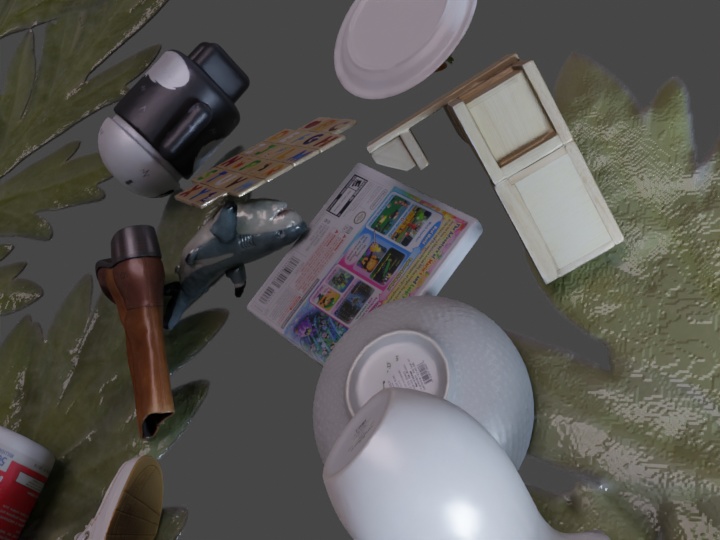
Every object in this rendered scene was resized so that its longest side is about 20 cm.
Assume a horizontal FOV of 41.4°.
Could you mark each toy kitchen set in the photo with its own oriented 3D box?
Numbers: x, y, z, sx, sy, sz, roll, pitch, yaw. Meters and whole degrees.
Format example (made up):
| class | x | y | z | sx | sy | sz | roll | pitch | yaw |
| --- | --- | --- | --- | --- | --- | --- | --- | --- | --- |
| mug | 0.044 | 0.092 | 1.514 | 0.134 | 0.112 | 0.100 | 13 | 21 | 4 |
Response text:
| class | x | y | z | sx | sy | sz | roll | pitch | yaw |
| --- | --- | --- | --- | --- | --- | --- | --- | --- | --- |
| toy kitchen set | 0.118 | -0.084 | 0.909 | 0.162 | 0.182 | 0.200 | -29 | 9 | 8 |

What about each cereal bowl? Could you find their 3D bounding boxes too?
| class | x | y | z | sx | sy | sz | roll | pitch | yaw |
| --- | --- | --- | --- | --- | --- | --- | --- | --- | --- |
| cereal bowl | 0.043 | 0.109 | 0.805 | 0.197 | 0.083 | 0.203 | -12 | 60 | 20 |

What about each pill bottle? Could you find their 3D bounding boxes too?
| class | x | y | z | sx | sy | sz | roll | pitch | yaw |
| --- | --- | --- | --- | --- | --- | --- | --- | --- | --- |
| pill bottle | -0.409 | 0.262 | 0.985 | 0.111 | 0.112 | 0.202 | 7 | 65 | 35 |

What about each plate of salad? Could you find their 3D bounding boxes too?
| class | x | y | z | sx | sy | sz | roll | pitch | yaw |
| --- | --- | --- | --- | --- | --- | --- | --- | --- | --- |
| plate of salad | 0.054 | -0.280 | 1.094 | 0.198 | 0.048 | 0.203 | -20 | 55 | 32 |

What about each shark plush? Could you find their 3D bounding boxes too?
| class | x | y | z | sx | sy | sz | roll | pitch | yaw |
| --- | --- | --- | --- | --- | --- | --- | --- | --- | --- |
| shark plush | -0.150 | -0.004 | 1.016 | 0.200 | 0.083 | 0.091 | -47 | 12 | 7 |

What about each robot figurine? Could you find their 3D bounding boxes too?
| class | x | y | z | sx | sy | sz | roll | pitch | yaw |
| --- | --- | --- | --- | --- | --- | --- | --- | --- | --- |
| robot figurine | -0.225 | -0.181 | 1.156 | 0.124 | 0.150 | 0.200 | 40 | 84 | 13 |

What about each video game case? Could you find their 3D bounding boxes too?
| class | x | y | z | sx | sy | sz | roll | pitch | yaw |
| --- | --- | --- | --- | --- | --- | --- | --- | --- | --- |
| video game case | 0.000 | 0.000 | 0.960 | 0.181 | 0.024 | 0.201 | 30 | 78 | 41 |

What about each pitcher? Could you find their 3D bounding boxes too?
| class | x | y | z | sx | sy | sz | roll | pitch | yaw |
| --- | --- | --- | --- | --- | --- | --- | --- | --- | --- |
| pitcher | 0.056 | 0.198 | 0.690 | 0.172 | 0.199 | 0.121 | -50 | 8 | 4 |

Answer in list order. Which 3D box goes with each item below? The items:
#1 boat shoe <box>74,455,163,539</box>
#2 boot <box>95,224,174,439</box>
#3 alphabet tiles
| class | x | y | z | sx | sy | sz | roll | pitch | yaw |
| --- | --- | --- | --- | --- | --- | --- | --- | --- | --- |
| boat shoe | -0.249 | 0.271 | 0.905 | 0.068 | 0.071 | 0.203 | 2 | 63 | 31 |
| boot | -0.231 | 0.076 | 1.018 | 0.188 | 0.068 | 0.203 | -36 | 63 | 58 |
| alphabet tiles | -0.105 | -0.121 | 1.044 | 0.198 | 0.006 | 0.166 | -31 | 22 | -18 |
